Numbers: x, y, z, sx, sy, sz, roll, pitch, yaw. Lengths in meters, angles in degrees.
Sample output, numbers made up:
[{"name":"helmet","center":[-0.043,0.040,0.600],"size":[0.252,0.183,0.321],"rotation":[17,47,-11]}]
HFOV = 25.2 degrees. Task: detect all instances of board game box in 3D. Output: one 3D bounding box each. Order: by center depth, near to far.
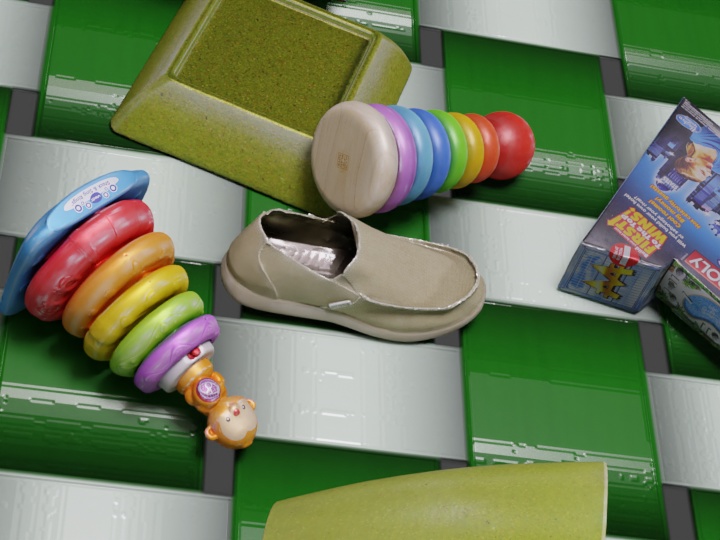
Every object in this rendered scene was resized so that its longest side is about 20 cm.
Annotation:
[{"name":"board game box","center":[0.260,-0.016,1.263],"size":[0.199,0.062,0.200],"rotation":[-33,67,-33]}]

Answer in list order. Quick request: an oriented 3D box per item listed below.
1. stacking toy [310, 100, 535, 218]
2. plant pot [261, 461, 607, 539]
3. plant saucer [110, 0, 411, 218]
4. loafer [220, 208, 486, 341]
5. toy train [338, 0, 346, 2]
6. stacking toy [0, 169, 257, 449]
[{"name":"stacking toy","center":[0.059,-0.089,1.241],"size":[0.199,0.086,0.086],"rotation":[-7,52,-43]},{"name":"plant pot","center":[0.040,0.199,0.970],"size":[0.198,0.188,0.188],"rotation":[5,49,7]},{"name":"plant saucer","center":[-0.070,-0.156,1.285],"size":[0.198,0.048,0.201],"rotation":[22,49,2]},{"name":"loafer","center":[0.000,0.000,1.168],"size":[0.198,0.069,0.076],"rotation":[5,51,-13]},{"name":"toy train","center":[-0.088,-0.281,1.329],"size":[0.198,0.087,0.114],"rotation":[18,5,-5]},{"name":"stacking toy","center":[-0.139,0.042,1.086],"size":[0.200,0.110,0.116],"rotation":[48,52,9]}]
